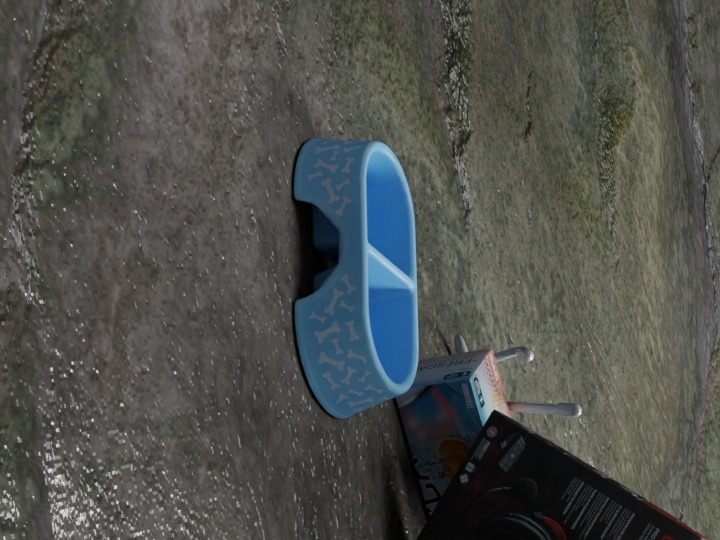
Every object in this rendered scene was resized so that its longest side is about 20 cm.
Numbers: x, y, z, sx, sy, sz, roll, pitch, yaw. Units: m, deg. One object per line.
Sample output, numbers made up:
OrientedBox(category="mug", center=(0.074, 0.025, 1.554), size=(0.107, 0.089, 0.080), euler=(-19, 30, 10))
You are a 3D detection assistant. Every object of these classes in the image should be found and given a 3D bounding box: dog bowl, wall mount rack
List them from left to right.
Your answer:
OrientedBox(category="dog bowl", center=(0.000, 0.000, 1.367), size=(0.111, 0.049, 0.201), euler=(39, 45, -58))
OrientedBox(category="wall mount rack", center=(0.134, 0.143, 1.547), size=(0.174, 0.074, 0.201), euler=(-110, -176, -74))

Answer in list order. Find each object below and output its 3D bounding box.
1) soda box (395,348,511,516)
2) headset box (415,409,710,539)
OrientedBox(category="soda box", center=(0.087, 0.165, 1.489), size=(0.068, 0.063, 0.201), euler=(-44, 120, -64))
OrientedBox(category="headset box", center=(0.144, 0.211, 1.365), size=(0.149, 0.200, 0.075), euler=(-58, 151, 0))
